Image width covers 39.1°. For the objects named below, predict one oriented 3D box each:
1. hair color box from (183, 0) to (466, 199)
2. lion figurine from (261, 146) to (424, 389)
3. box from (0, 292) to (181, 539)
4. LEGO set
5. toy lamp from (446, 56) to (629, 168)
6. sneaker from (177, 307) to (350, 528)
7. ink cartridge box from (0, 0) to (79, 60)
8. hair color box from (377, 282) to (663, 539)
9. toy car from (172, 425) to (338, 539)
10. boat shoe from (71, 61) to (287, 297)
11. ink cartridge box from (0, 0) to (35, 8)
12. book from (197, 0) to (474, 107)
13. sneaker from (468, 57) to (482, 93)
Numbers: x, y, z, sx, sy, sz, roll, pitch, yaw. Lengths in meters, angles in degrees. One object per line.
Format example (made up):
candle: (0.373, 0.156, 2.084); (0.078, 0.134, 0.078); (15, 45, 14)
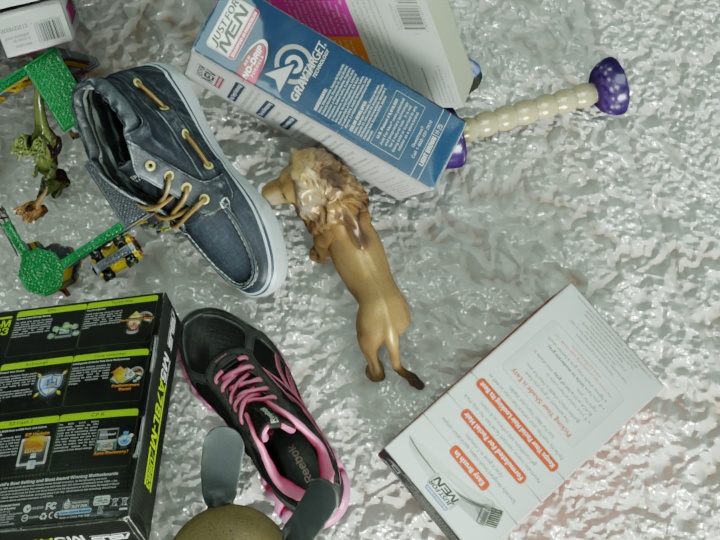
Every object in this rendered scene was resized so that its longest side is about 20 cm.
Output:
hair color box: (-0.029, -0.130, 0.762); (0.199, 0.100, 0.061); (28, 83, -12)
lion figurine: (0.000, 0.000, 0.790); (0.072, 0.123, 0.201); (-32, 79, -10)
box: (-0.239, 0.111, 0.730); (0.199, 0.048, 0.194); (-8, 46, 7)
LEGO set: (-0.237, -0.083, 0.823); (0.154, 0.116, 0.200); (-39, 93, 8)
toy lamp: (0.129, -0.130, 0.865); (0.199, 0.058, 0.059); (-17, 77, -7)
sneaker: (-0.075, 0.105, 0.774); (0.079, 0.095, 0.200); (-36, 78, -9)
ink cartridge box: (-0.278, -0.201, 0.817); (0.094, 0.200, 0.037); (-18, 115, -7)
hair color box: (0.124, 0.118, 0.796); (0.200, 0.064, 0.111); (-39, 81, -13)
toy car: (-0.100, 0.218, 0.698); (0.164, 0.158, 0.201); (26, 85, 14)
boat shoe: (-0.137, -0.059, 0.751); (0.071, 0.091, 0.201); (-33, 88, 35)
ink cartridge box: (-0.224, -0.241, 0.777); (0.199, 0.161, 0.050); (-10, 113, 14)
book: (-0.023, -0.187, 0.793); (0.199, 0.134, 0.048); (9, 62, 26)
sneaker: (0.024, -0.221, 0.873); (0.199, 0.079, 0.089); (35, 79, 7)
